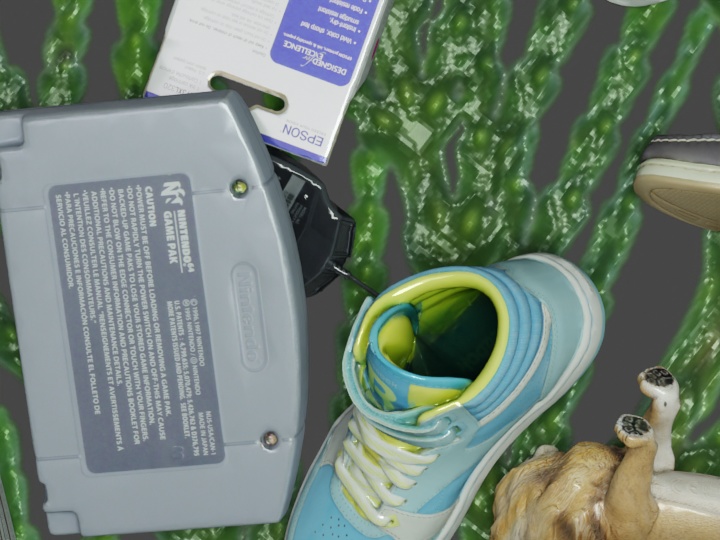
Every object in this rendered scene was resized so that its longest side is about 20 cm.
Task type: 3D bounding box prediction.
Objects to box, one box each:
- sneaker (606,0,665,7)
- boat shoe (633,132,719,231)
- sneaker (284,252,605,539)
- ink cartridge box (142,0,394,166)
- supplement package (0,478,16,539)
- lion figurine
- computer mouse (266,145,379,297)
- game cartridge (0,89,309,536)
[{"bbox_3d":[0.190,-0.178,1.225,0.199,0.090,0.067,-25,87,4],"label":"sneaker"},{"bbox_3d":[0.224,-0.049,1.234,0.198,0.072,0.065,4,76,10],"label":"boat shoe"},{"bbox_3d":[0.012,0.070,1.199,0.079,0.130,0.200,42,105,21],"label":"sneaker"},{"bbox_3d":[-0.023,-0.157,1.274,0.094,0.037,0.201,20,88,6],"label":"ink cartridge box"},{"bbox_3d":[-0.263,0.058,1.254,0.155,0.111,0.201,-15,87,5],"label":"supplement package"},{"bbox_3d":[0.158,0.112,1.217,0.199,0.073,0.123,16,129,8],"label":"lion figurine"},{"bbox_3d":[0.000,0.000,1.273,0.199,0.034,0.059,33,107,-2],"label":"computer mouse"},{"bbox_3d":[-0.091,0.020,1.253,0.132,0.041,0.202,-3,104,11],"label":"game cartridge"}]
